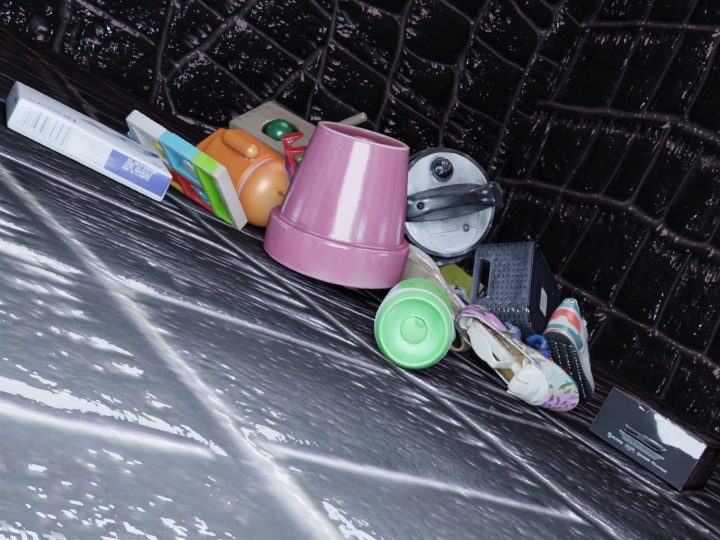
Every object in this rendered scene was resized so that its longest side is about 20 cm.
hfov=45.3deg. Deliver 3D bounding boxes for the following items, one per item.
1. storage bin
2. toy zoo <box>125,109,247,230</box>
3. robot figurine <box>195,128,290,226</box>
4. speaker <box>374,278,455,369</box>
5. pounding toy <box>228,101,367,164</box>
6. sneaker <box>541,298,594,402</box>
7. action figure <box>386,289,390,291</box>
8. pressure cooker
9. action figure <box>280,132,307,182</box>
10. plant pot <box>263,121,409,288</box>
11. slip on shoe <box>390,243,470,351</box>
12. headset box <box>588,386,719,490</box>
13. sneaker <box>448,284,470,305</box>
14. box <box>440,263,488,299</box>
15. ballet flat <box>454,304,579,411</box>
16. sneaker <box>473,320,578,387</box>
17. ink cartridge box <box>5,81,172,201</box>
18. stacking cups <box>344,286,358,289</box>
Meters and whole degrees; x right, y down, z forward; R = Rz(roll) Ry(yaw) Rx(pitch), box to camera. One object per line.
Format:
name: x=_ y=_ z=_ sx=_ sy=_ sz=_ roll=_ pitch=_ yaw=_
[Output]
storage bin: x=0.248 y=0.053 z=1.365 sx=0.093 sy=0.137 sz=0.200 roll=-1 pitch=-25 yaw=25
toy zoo: x=-0.246 y=-0.142 z=1.178 sx=0.199 sy=0.021 sz=0.132 roll=33 pitch=-20 yaw=22
robot figurine: x=-0.174 y=-0.144 z=1.356 sx=0.199 sy=0.145 sz=0.116 roll=37 pitch=27 yaw=29
speaker: x=0.062 y=0.056 z=0.963 sx=0.088 sy=0.089 sz=0.200 roll=30 pitch=5 yaw=3
pounding toy: x=-0.111 y=-0.193 z=1.466 sx=0.183 sy=0.202 sz=0.142 roll=32 pitch=45 yaw=23
sneaker: x=0.336 y=0.126 z=1.354 sx=0.070 sy=0.094 sz=0.201 roll=8 pitch=-36 yaw=32
action figure: x=0.079 y=0.023 z=1.539 sx=0.118 sy=0.055 sz=0.200 roll=34 pitch=10 yaw=14
pressure cooker: x=0.109 y=-0.098 z=1.332 sx=0.178 sy=0.177 sz=0.200 roll=38 pitch=-12 yaw=-11
action figure: x=-0.059 y=-0.105 z=1.282 sx=0.098 sy=0.202 sz=0.066 roll=-9 pitch=37 yaw=-8
plant pot: x=-0.017 y=-0.095 z=1.156 sx=0.197 sy=0.181 sz=0.200 roll=14 pitch=15 yaw=-4
slip on shoe: x=0.090 y=0.038 z=1.247 sx=0.200 sy=0.076 sz=0.061 roll=50 pitch=28 yaw=4
headset box: x=0.427 y=0.242 z=1.239 sx=0.148 sy=0.076 sz=0.199 roll=33 pitch=6 yaw=32
sneaker: x=0.111 y=0.042 z=1.385 sx=0.114 sy=0.076 sz=0.200 roll=31 pitch=8 yaw=-10
box: x=0.134 y=-0.009 z=1.566 sx=0.199 sy=0.050 sz=0.075 roll=34 pitch=6 yaw=-13
ballet flat: x=0.200 y=0.123 z=1.154 sx=0.200 sy=0.069 sz=0.071 roll=43 pitch=30 yaw=18
sneaker: x=0.260 y=0.138 z=1.271 sx=0.199 sy=0.079 sz=0.075 roll=29 pitch=6 yaw=-33
ink cartridge box: x=-0.344 y=-0.168 z=1.083 sx=0.198 sy=0.041 sz=0.200 roll=27 pitch=6 yaw=-29
stacking cups: x=0.000 y=0.000 z=1.315 sx=0.060 sy=0.061 sz=0.200 roll=30 pitch=8 yaw=11
